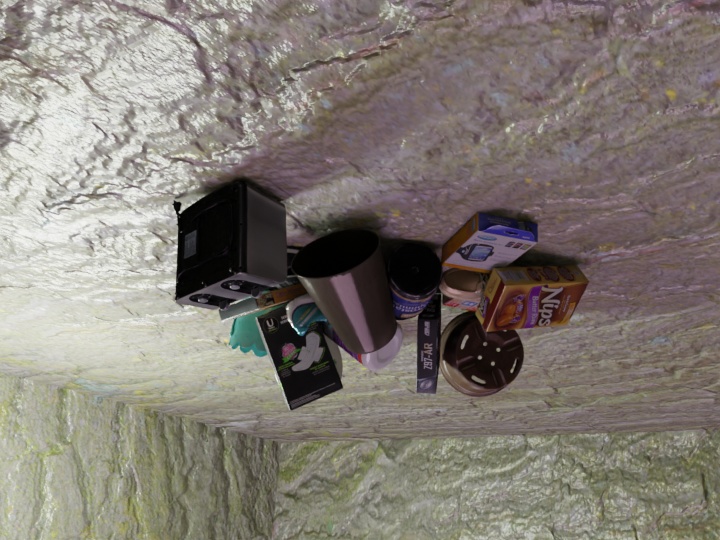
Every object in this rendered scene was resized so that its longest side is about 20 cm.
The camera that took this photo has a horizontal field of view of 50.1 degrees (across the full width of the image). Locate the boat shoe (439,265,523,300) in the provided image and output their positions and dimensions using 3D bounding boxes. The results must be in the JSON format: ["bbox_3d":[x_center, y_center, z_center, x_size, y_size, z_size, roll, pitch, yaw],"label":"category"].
[{"bbox_3d":[0.253,0.017,1.528,0.195,0.074,0.065,1,161,-9],"label":"boat shoe"}]

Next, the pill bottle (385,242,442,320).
[{"bbox_3d":[0.093,0.031,1.536,0.109,0.114,0.201,6,160,-4],"label":"pill bottle"}]

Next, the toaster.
[{"bbox_3d":[-0.227,-0.043,1.319,0.179,0.204,0.118,-20,152,34],"label":"toaster"}]

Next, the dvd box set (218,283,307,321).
[{"bbox_3d":[-0.175,0.059,1.592,0.198,0.030,0.145,-15,177,-45],"label":"dvd box set"}]

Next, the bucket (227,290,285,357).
[{"bbox_3d":[-0.199,0.133,1.795,0.203,0.138,0.207,12,168,3],"label":"bucket"}]

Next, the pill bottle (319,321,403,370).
[{"bbox_3d":[-0.011,0.114,1.616,0.199,0.114,0.112,34,180,37],"label":"pill bottle"}]

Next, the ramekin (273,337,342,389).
[{"bbox_3d":[-0.133,0.245,2.045,0.096,0.204,0.199,-18,151,32],"label":"ramekin"}]

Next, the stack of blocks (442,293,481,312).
[{"bbox_3d":[0.284,0.049,1.622,0.196,0.060,0.115,12,158,-19],"label":"stack of blocks"}]

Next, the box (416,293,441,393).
[{"bbox_3d":[0.150,0.153,1.666,0.043,0.164,0.200,2,-166,8],"label":"box"}]

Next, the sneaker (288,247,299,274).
[{"bbox_3d":[-0.186,0.008,1.565,0.196,0.092,0.070,-1,159,14],"label":"sneaker"}]

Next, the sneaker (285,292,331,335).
[{"bbox_3d":[-0.055,0.071,1.548,0.197,0.081,0.077,-20,174,-22],"label":"sneaker"}]

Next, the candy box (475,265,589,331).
[{"bbox_3d":[0.334,0.053,1.497,0.196,0.057,0.118,-3,130,-24],"label":"candy box"}]

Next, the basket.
[{"bbox_3d":[-0.012,0.045,1.443,0.177,0.137,0.202,-10,126,23],"label":"basket"}]

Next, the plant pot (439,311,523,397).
[{"bbox_3d":[0.276,0.184,1.720,0.196,0.205,0.198,4,174,1],"label":"plant pot"}]

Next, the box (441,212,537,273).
[{"bbox_3d":[0.236,-0.050,1.401,0.117,0.042,0.200,10,157,-14],"label":"box"}]

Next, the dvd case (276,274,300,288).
[{"bbox_3d":[-0.092,0.025,1.689,0.196,0.025,0.150,-4,157,20],"label":"dvd case"}]

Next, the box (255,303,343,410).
[{"bbox_3d":[-0.133,0.172,1.623,0.122,0.204,0.148,-20,179,-10],"label":"box"}]
